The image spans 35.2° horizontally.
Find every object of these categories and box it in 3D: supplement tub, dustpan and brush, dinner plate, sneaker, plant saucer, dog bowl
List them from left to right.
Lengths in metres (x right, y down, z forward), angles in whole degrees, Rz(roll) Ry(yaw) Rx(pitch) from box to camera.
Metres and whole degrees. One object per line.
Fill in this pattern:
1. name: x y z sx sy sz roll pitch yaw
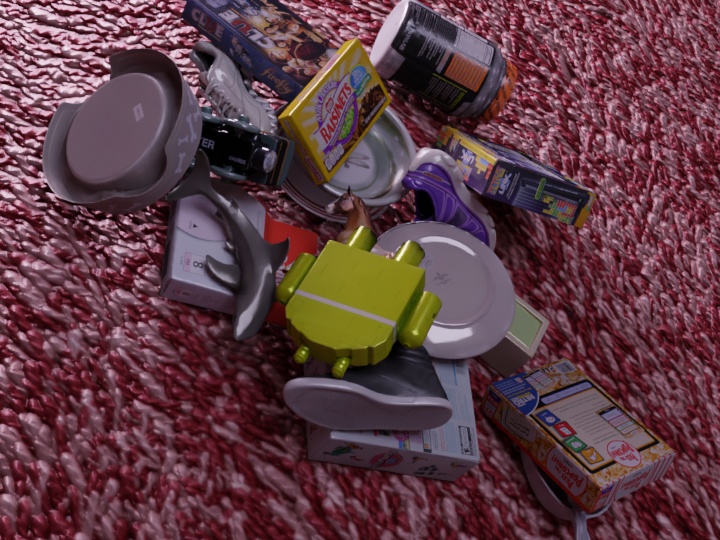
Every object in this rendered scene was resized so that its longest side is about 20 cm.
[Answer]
1. dog bowl: -0.267 -0.154 1.296 0.059 0.200 0.200 39 35 -53
2. sneaker: -0.168 -0.218 1.466 0.081 0.075 0.200 10 46 -45
3. dinner plate: -0.043 -0.144 1.536 0.200 0.024 0.200 17 51 -22
4. plant saucer: -0.020 -0.159 1.511 0.200 0.050 0.200 17 53 -23
5. sneaker: 0.002 0.121 1.275 0.200 0.071 0.099 8 44 -23
6. dinner plate: 0.101 0.017 1.412 0.200 0.024 0.200 8 54 -11
7. sneaker: 0.111 -0.077 1.527 0.083 0.081 0.200 -50 129 -14
8. supplement tub: 0.124 -0.306 1.685 0.200 0.123 0.123 27 49 -16
9. dustpan and brush: 0.264 0.284 1.411 0.139 0.057 0.200 23 50 -18

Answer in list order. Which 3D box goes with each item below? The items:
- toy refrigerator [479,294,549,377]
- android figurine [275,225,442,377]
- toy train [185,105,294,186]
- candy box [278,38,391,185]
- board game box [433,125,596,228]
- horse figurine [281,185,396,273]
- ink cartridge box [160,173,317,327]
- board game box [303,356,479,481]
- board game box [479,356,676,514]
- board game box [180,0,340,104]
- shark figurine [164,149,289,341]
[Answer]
1. toy refrigerator: 0.147 0.042 1.497 0.200 0.070 0.076 39 48 -3
2. android figurine: -0.006 0.035 1.269 0.182 0.041 0.200 16 51 16
3. toy train: -0.176 -0.154 1.372 0.200 0.085 0.114 19 7 24
4. candy box: -0.029 -0.206 1.458 0.102 0.026 0.200 57 43 -24
5. board game box: 0.210 -0.133 1.594 0.165 0.057 0.200 15 15 -22
6. horse figurine: 0.000 0.000 1.358 0.132 0.050 0.200 -36 56 -18
7. ink cartridge box: -0.136 -0.022 1.377 0.200 0.057 0.163 14 53 -19
8. board game box: 0.036 0.159 1.352 0.200 0.064 0.148 14 53 -26
9. board game box: 0.273 0.201 1.432 0.151 0.046 0.200 -13 43 -37
10. board game box: -0.120 -0.306 1.506 0.200 0.035 0.135 39 39 11
11. shark figurine: -0.126 -0.035 1.309 0.128 0.089 0.215 -12 77 -53
